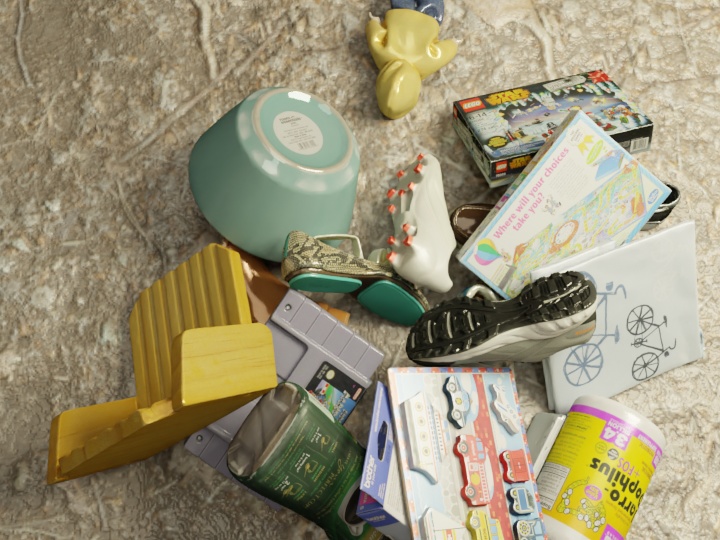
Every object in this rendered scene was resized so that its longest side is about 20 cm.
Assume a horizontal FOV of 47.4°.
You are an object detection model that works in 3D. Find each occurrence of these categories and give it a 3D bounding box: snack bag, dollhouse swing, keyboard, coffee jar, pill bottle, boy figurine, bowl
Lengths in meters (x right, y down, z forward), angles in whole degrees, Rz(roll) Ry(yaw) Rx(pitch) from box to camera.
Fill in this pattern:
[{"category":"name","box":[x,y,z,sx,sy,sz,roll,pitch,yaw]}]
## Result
[{"category":"snack bag","box":[0.284,0.049,0.890,0.197,0.021,0.191,-21,117,-8]},{"category":"dollhouse swing","box":[-0.209,0.077,0.805,0.199,0.181,0.178,-30,75,29]},{"category":"keyboard","box":[0.159,0.239,0.865,0.011,0.056,0.202,33,74,-7]},{"category":"coffee jar","box":[-0.030,0.204,0.808,0.200,0.085,0.105,44,76,-29]},{"category":"pill bottle","box":[0.229,0.239,0.843,0.103,0.104,0.202,29,74,6]},{"category":"boy figurine","box":[0.065,-0.281,1.017,0.122,0.065,0.203,10,73,0]},{"category":"bowl","box":[-0.078,-0.121,0.898,0.198,0.105,0.203,16,52,-21]}]

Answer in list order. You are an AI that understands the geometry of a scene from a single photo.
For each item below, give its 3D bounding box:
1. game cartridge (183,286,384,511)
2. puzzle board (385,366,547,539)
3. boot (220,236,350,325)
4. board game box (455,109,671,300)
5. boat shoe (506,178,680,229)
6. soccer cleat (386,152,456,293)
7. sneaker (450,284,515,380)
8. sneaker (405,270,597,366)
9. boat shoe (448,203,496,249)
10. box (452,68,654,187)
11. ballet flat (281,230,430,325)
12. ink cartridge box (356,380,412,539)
[{"category":"game cartridge","box":[-0.077,0.136,0.857,0.129,0.038,0.201,34,92,-2]},{"category":"puzzle board","box":[0.105,0.189,0.777,0.149,0.017,0.203,4,65,-29]},{"category":"boot","box":[-0.087,0.035,0.904,0.153,0.077,0.203,7,75,1]},{"category":"board game box","box":[0.216,-0.050,0.881,0.134,0.034,0.201,38,97,-8]},{"category":"boat shoe","box":[0.274,-0.091,0.965,0.196,0.068,0.075,13,72,1]},{"category":"soccer cleat","box":[0.072,-0.055,0.929,0.077,0.069,0.202,35,38,-23]},{"category":"sneaker","box":[0.133,0.115,0.888,0.075,0.081,0.203,-9,73,-4]},{"category":"sneaker","box":[0.142,0.067,0.823,0.197,0.080,0.075,-13,42,13]},{"category":"boat shoe","box":[0.199,-0.039,0.942,0.199,0.075,0.076,16,73,2]},{"category":"box","box":[0.223,-0.172,0.970,0.197,0.040,0.138,-14,42,-7]},{"category":"ballet flat","box":[0.000,0.000,0.887,0.198,0.068,0.076,19,56,-36]},{"category":"ink cartridge box","box":[0.060,0.211,0.799,0.200,0.042,0.120,45,40,-31]}]
